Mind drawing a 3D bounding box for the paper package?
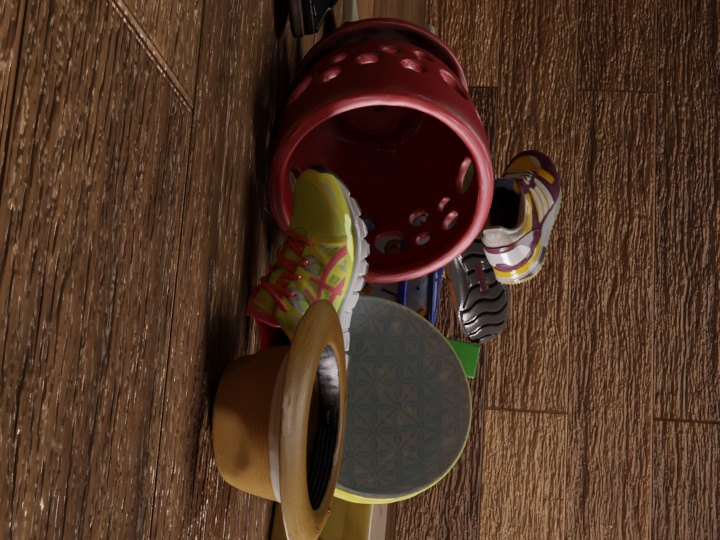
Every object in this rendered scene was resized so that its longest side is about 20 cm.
[{"bbox_3d":[-0.028,0.267,1.108,0.201,0.102,0.193,84,10,-59],"label":"paper package"}]

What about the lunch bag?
[{"bbox_3d":[0.014,0.012,1.116,0.076,0.158,0.203,81,14,-65],"label":"lunch bag"}]

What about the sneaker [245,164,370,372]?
[{"bbox_3d":[-0.051,0.014,0.850,0.078,0.089,0.203,22,-68,51],"label":"sneaker"}]

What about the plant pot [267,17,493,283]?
[{"bbox_3d":[0.015,-0.120,0.950,0.184,0.197,0.202,-94,-178,-51],"label":"plant pot"}]

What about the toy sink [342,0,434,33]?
[{"bbox_3d":[0.035,-0.224,1.243,0.131,0.110,0.203,81,10,-71],"label":"toy sink"}]

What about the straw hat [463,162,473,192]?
[{"bbox_3d":[0.096,-0.061,1.288,0.201,0.084,0.204,168,-90,-70],"label":"straw hat"}]

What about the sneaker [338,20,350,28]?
[{"bbox_3d":[-0.024,-0.175,1.086,0.201,0.089,0.067,-55,-179,39],"label":"sneaker"}]

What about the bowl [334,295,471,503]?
[{"bbox_3d":[-0.002,0.137,0.995,0.108,0.197,0.202,119,-20,-59],"label":"bowl"}]

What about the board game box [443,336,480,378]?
[{"bbox_3d":[0.051,0.095,1.307,0.153,0.197,0.041,41,61,-81],"label":"board game box"}]

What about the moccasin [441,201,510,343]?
[{"bbox_3d":[0.124,-0.003,1.206,0.078,0.073,0.203,-112,177,-60],"label":"moccasin"}]

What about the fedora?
[{"bbox_3d":[-0.062,0.115,0.781,0.201,0.081,0.204,4,90,-81],"label":"fedora"}]

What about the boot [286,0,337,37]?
[{"bbox_3d":[0.009,-0.290,0.975,0.201,0.148,0.074,-81,171,-48],"label":"boot"}]

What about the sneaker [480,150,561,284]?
[{"bbox_3d":[0.178,-0.084,1.153,0.201,0.074,0.091,-75,147,-42],"label":"sneaker"}]
